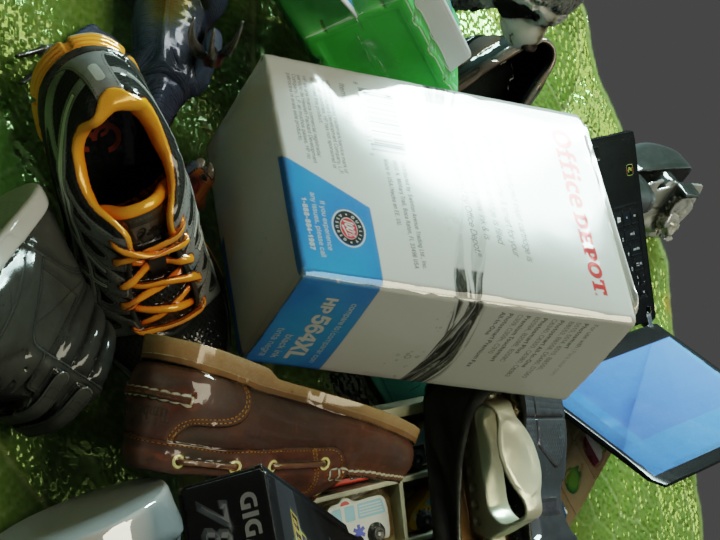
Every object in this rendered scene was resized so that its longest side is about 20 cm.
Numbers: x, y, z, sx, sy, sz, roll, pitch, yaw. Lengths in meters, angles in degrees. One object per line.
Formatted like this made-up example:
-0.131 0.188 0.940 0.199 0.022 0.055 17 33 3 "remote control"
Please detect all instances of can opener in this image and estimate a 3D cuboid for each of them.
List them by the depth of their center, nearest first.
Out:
0.165 -0.051 1.621 0.199 0.053 0.067 -1 48 -54 "can opener"

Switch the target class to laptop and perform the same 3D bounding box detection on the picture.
0.175 0.018 1.491 0.177 0.103 0.202 -14 99 -53 "laptop"

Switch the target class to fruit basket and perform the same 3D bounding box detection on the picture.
-0.003 -0.188 1.347 0.185 0.093 0.201 57 20 -54 "fruit basket"

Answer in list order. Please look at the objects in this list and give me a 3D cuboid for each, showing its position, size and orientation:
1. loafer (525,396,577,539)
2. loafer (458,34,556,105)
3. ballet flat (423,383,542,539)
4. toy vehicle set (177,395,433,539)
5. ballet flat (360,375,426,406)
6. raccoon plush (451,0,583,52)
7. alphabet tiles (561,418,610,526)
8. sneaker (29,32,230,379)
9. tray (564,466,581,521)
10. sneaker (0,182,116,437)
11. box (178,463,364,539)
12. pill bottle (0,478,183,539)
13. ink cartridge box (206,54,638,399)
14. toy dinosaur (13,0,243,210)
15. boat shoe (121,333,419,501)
0.085 0.125 1.400 0.072 0.063 0.202 16 63 -56 "loafer"
0.059 -0.087 1.472 0.072 0.063 0.200 57 42 -23 "loafer"
0.071 0.148 1.312 0.068 0.068 0.202 -10 95 -36 "ballet flat"
-0.008 0.142 1.311 0.199 0.026 0.125 -10 94 -38 "toy vehicle set"
0.000 0.000 1.388 0.072 0.071 0.201 -41 115 -48 "ballet flat"
0.070 -0.230 1.463 0.097 0.133 0.201 -32 106 -49 "raccoon plush"
0.109 0.044 1.492 0.201 0.008 0.167 60 42 -23 "alphabet tiles"
-0.112 -0.016 1.195 0.078 0.077 0.201 -25 112 -12 "sneaker"
0.058 0.142 1.436 0.200 0.037 0.099 -33 107 -50 "tray"
-0.177 0.052 1.127 0.099 0.070 0.200 55 39 -20 "sneaker"
-0.020 0.210 1.144 0.199 0.049 0.201 45 30 -67 "box"
-0.104 0.211 1.145 0.116 0.115 0.201 -31 105 -51 "pill bottle"
0.031 -0.020 1.270 0.199 0.084 0.147 10 50 -26 "ink cartridge box"
-0.088 -0.123 1.280 0.200 0.104 0.183 -23 118 -62 "toy dinosaur"
-0.047 0.087 1.212 0.199 0.070 0.071 20 77 -45 "boat shoe"
